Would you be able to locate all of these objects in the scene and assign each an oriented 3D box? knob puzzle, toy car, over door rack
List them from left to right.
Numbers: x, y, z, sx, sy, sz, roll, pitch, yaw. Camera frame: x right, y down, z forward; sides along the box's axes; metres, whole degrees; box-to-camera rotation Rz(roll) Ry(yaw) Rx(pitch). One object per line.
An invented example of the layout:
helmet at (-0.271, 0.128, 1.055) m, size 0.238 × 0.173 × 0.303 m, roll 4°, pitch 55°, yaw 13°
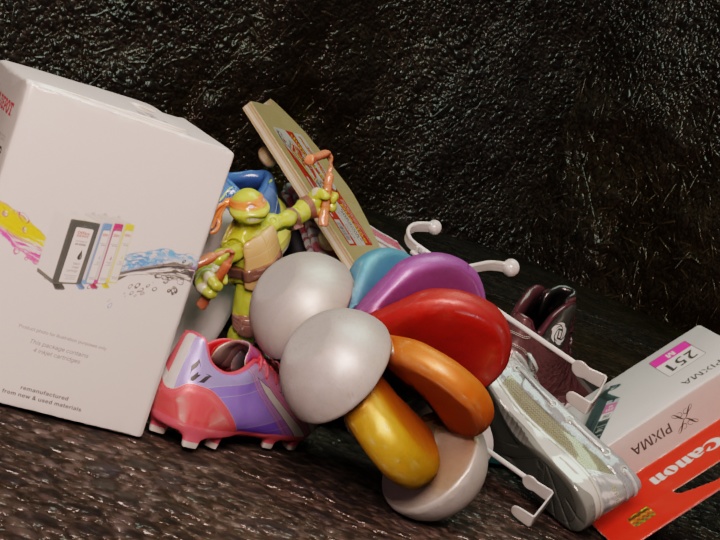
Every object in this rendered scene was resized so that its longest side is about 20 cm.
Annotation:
knob puzzle at (-0.039, -0.067, 1.367) m, size 0.221 × 0.030 × 0.220 m, roll 53°, pitch 11°, yaw -14°
toy car at (0.029, 0.056, 1.030) m, size 0.175 × 0.150 × 0.200 m, roll 46°, pitch 5°, yaw -32°
over door rack at (0.098, 0.072, 1.130) m, size 0.066 × 0.149 × 0.200 m, roll -26°, pitch 57°, yaw -36°

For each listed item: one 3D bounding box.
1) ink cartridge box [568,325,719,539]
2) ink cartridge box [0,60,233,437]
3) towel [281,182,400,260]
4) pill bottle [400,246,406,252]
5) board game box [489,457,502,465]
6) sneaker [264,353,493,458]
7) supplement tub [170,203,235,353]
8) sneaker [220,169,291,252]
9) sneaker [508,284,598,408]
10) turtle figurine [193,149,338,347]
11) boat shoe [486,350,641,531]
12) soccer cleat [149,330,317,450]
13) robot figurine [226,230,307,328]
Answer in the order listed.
ink cartridge box at (0.248, 0.133, 1.225) m, size 0.044 × 0.199 × 0.173 m, roll 61°, pitch -8°, yaw -18°
ink cartridge box at (-0.195, -0.020, 0.996) m, size 0.143 × 0.202 × 0.147 m, roll 17°, pitch 7°, yaw -24°
towel at (0.000, 0.000, 1.405) m, size 0.145 × 0.030 × 0.201 m, roll 30°, pitch 20°, yaw -31°
pill bottle at (-0.044, -0.001, 1.717) m, size 0.198 × 0.114 × 0.112 m, roll 15°, pitch 8°, yaw -42°
board game box at (0.125, 0.136, 1.378) m, size 0.198 × 0.048 × 0.150 m, roll 14°, pitch 9°, yaw -41°
sneaker at (0.008, 0.110, 1.219) m, size 0.200 × 0.074 × 0.118 m, roll 39°, pitch 39°, yaw 23°
supplement tub at (-0.208, -0.017, 1.194) m, size 0.198 × 0.146 × 0.144 m, roll 23°, pitch 7°, yaw 28°
sneaker at (-0.150, -0.031, 1.313) m, size 0.199 × 0.106 × 0.075 m, roll -31°, pitch 48°, yaw -30°
sneaker at (0.183, 0.072, 1.349) m, size 0.075 × 0.117 × 0.199 m, roll 24°, pitch 8°, yaw 31°
turtle figurine at (-0.086, 0.002, 1.138) m, size 0.064 × 0.163 × 0.200 m, roll 17°, pitch 39°, yaw 30°
boat shoe at (0.142, 0.122, 1.203) m, size 0.064 × 0.075 × 0.202 m, roll -21°, pitch 45°, yaw -22°
soccer cleat at (-0.078, 0.083, 1.059) m, size 0.066 × 0.077 × 0.199 m, roll 23°, pitch 7°, yaw 27°
robot figurine at (-0.066, 0.011, 1.471) m, size 0.124 × 0.152 × 0.199 m, roll -27°, pitch -21°, yaw 29°
